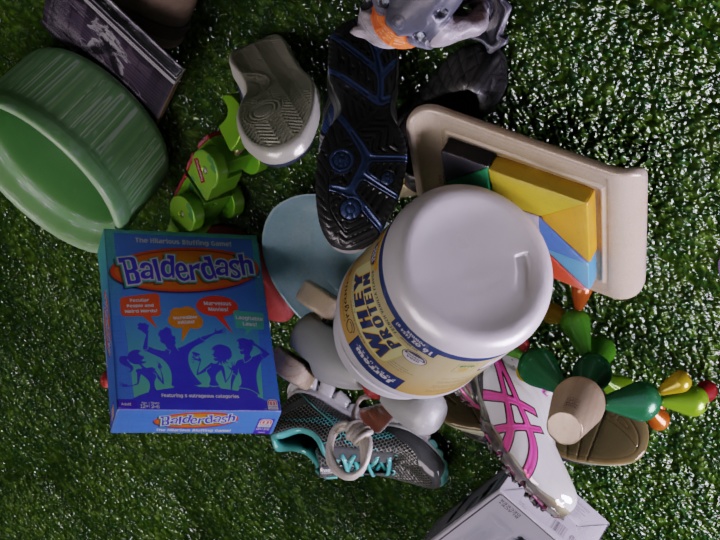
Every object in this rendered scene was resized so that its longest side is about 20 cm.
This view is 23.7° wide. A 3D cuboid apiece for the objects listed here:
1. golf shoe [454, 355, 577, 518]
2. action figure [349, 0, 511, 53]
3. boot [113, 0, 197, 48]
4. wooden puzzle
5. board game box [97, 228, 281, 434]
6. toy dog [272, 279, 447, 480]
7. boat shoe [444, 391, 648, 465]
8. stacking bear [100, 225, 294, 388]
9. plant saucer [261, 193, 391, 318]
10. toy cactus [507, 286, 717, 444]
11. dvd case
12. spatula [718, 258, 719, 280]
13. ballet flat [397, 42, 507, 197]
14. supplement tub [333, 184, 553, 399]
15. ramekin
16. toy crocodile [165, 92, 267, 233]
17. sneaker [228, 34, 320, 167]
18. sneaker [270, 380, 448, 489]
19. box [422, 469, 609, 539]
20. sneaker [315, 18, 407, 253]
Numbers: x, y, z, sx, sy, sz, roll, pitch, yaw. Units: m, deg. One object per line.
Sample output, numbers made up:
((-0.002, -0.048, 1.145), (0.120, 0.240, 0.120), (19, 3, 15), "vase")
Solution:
((0.146, 0.125, 1.536), (0.200, 0.092, 0.073), (59, -176, 18), "golf shoe")
((0.043, -0.248, 1.304), (0.200, 0.105, 0.194), (38, 132, 0), "action figure")
((-0.164, -0.251, 1.504), (0.200, 0.070, 0.146), (30, 147, 15), "boot")
((0.137, -0.049, 1.420), (0.199, 0.037, 0.185), (17, 151, 18), "wooden puzzle")
((-0.161, 0.055, 1.591), (0.152, 0.201, 0.045), (1, 144, -18), "board game box")
((0.004, 0.097, 1.601), (0.132, 0.096, 0.200), (-43, 61, 16), "toy dog")
((0.171, 0.140, 1.601), (0.200, 0.072, 0.066), (10, 166, 15), "boat shoe")
((-0.172, 0.057, 1.688), (0.121, 0.200, 0.114), (8, 131, 34), "stacking bear")
((0.000, 0.000, 1.624), (0.201, 0.039, 0.201), (23, 139, 22), "plant saucer")
((0.200, 0.091, 1.460), (0.200, 0.165, 0.102), (27, 120, 9), "toy cactus")
((-0.230, -0.207, 1.571), (0.149, 0.016, 0.200), (43, 166, -4), "dvd case")
((0.340, 0.075, 1.429), (0.056, 0.021, 0.200), (9, 133, 41), "spatula")
((0.060, -0.121, 1.442), (0.066, 0.057, 0.200), (38, 141, 1), "ballet flat")
((0.062, 0.026, 1.436), (0.144, 0.144, 0.200), (41, 155, -1), "supplement tub")
((-0.281, -0.121, 1.664), (0.200, 0.098, 0.200), (30, 153, 17), "ramekin")
((-0.141, -0.091, 1.631), (0.062, 0.067, 0.200), (55, 143, 16), "toy crocodile")
((-0.063, -0.125, 1.457), (0.075, 0.200, 0.085), (-18, 122, 4), "sneaker")
((-0.006, 0.187, 1.766), (0.200, 0.091, 0.078), (22, 139, 22), "sneaker")
((0.149, 0.276, 1.748), (0.117, 0.060, 0.200), (40, 141, 0), "box")
((0.003, -0.105, 1.419), (0.075, 0.201, 0.077), (6, 159, 2), "sneaker")
